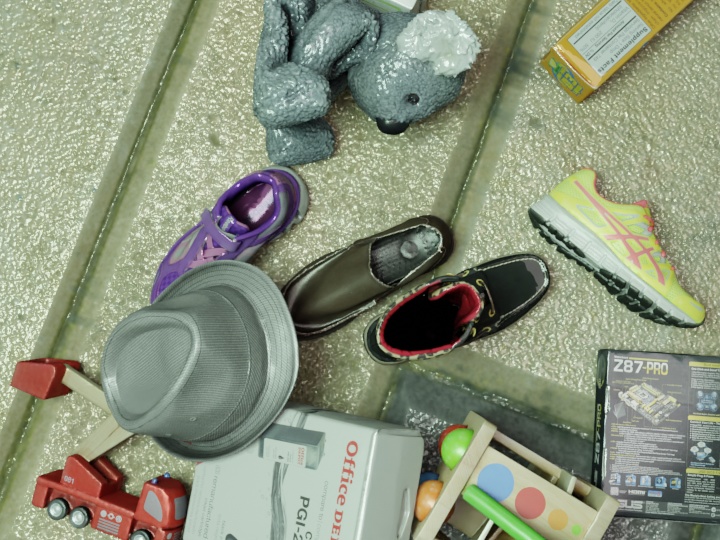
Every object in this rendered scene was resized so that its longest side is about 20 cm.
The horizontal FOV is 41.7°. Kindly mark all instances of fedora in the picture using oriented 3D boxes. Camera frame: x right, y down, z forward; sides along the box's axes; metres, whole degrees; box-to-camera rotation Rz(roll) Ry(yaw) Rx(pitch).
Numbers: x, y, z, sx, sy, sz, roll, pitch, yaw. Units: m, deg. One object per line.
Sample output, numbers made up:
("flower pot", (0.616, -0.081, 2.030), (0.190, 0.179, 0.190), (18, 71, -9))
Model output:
("fedora", (-0.160, 0.081, 0.840), (0.199, 0.090, 0.178), (-27, 71, 31))

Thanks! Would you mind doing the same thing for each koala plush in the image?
("koala plush", (0.009, -0.200, 0.896), (0.198, 0.177, 0.185), (4, 81, 1))

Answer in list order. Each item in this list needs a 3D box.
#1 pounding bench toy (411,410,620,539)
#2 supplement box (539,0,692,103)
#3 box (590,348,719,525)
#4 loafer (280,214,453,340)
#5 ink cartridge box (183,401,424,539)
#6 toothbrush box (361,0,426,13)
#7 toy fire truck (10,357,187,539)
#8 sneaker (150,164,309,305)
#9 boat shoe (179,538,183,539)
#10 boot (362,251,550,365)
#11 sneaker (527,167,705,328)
("pounding bench toy", (0.129, 0.216, 0.841), (0.155, 0.200, 0.125), (31, 86, 3))
("supplement box", (0.277, -0.261, 0.951), (0.200, 0.067, 0.069), (-41, 89, -2))
("box", (0.329, 0.163, 0.920), (0.198, 0.049, 0.162), (3, 86, 1))
("loafer", (0.000, 0.000, 0.927), (0.199, 0.071, 0.073), (-32, 85, -2))
("ink cartridge box", (-0.054, 0.198, 0.857), (0.199, 0.085, 0.147), (6, 84, 33))
("toothbrush box", (0.028, -0.365, 0.954), (0.145, 0.086, 0.201), (26, 87, 3))
("toy fire truck", (-0.251, 0.175, 0.913), (0.199, 0.049, 0.142), (16, 92, 12))
("sneaker", (-0.135, -0.028, 0.923), (0.080, 0.088, 0.200), (43, 89, 2))
("boat shoe", (-0.222, 0.341, 0.914), (0.200, 0.073, 0.062), (-43, 42, 4))
("boot", (0.096, 0.034, 0.882), (0.199, 0.151, 0.074), (-20, 85, -1))
("sneaker", (0.265, -0.024, 0.924), (0.200, 0.078, 0.090), (41, 84, 4))
